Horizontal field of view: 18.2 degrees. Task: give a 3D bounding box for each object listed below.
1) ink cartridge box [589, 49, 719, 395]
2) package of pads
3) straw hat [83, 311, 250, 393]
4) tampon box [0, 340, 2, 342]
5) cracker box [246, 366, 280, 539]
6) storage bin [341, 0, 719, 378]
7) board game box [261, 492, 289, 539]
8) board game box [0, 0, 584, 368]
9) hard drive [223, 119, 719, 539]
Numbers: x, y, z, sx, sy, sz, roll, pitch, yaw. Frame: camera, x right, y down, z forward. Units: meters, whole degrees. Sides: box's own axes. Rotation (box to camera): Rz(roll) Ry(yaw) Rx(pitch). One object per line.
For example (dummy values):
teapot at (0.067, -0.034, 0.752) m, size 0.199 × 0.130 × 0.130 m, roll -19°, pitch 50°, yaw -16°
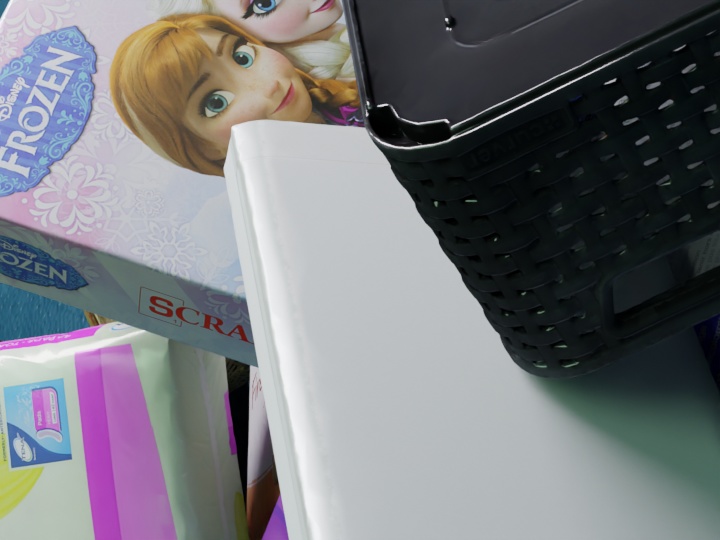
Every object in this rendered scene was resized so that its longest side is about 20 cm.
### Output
ink cartridge box at (0.122, 0.012, 0.680) m, size 0.200 × 0.043 × 0.200 m, roll 7°, pitch 78°, yaw 61°
package of pads at (-0.117, 0.125, 0.814) m, size 0.153 × 0.068 × 0.202 m, roll -9°, pitch 86°, yaw 17°
straw hat at (-0.071, 0.014, 0.946) m, size 0.085 × 0.202 × 0.201 m, roll -26°, pitch 33°, yaw -7°
tampon box at (-0.222, 0.111, 1.024) m, size 0.126 × 0.199 × 0.151 m, roll -32°, pitch 45°, yaw 46°
cracker box at (0.000, 0.000, 0.839) m, size 0.134 × 0.057 × 0.201 m, roll 119°, pitch 156°, yaw -53°
storage bin at (0.072, -0.084, 0.641) m, size 0.134 × 0.094 × 0.201 m, roll -25°, pitch 37°, yaw 13°
board game box at (0.011, 0.157, 0.664) m, size 0.103 × 0.104 × 0.201 m, roll -107°, pitch 30°, yaw -46°
board game box at (-0.023, -0.062, 0.766) m, size 0.041 × 0.198 × 0.201 m, roll 103°, pitch -175°, yaw -56°
hard drive at (0.037, 0.031, 0.636) m, size 0.201 × 0.131 × 0.026 m, roll -104°, pitch 23°, yaw -48°
